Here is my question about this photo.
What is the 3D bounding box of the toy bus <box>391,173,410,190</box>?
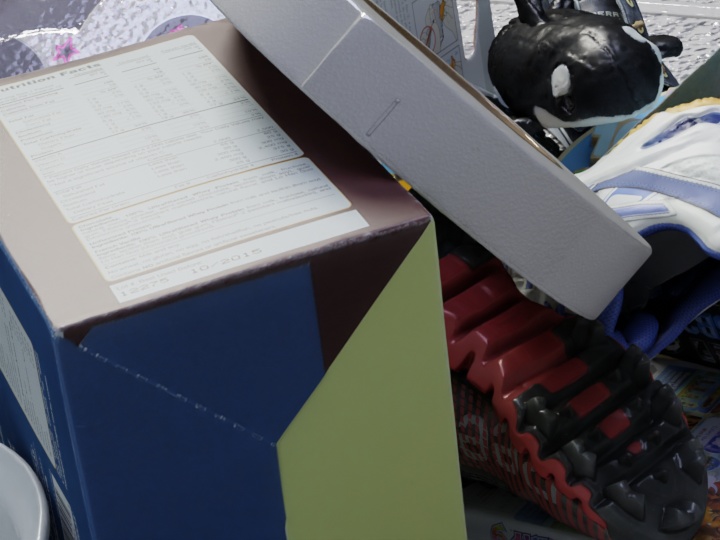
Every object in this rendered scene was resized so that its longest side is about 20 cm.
[{"bbox_3d":[0.000,0.000,1.065,0.199,0.079,0.065,-12,29,14],"label":"toy bus"}]

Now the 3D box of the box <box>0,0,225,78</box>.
[{"bbox_3d":[-0.119,-0.045,0.999,0.199,0.115,0.132,-33,58,-4],"label":"box"}]

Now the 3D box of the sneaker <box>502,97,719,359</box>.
[{"bbox_3d":[0.089,0.004,0.953,0.200,0.075,0.088,-33,32,36],"label":"sneaker"}]

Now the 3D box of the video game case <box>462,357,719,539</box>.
[{"bbox_3d":[0.113,0.078,0.951,0.199,0.018,0.143,9,30,35],"label":"video game case"}]

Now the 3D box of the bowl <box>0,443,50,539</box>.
[{"bbox_3d":[-0.192,0.148,0.808,0.200,0.091,0.201,-13,28,7],"label":"bowl"}]

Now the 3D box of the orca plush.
[{"bbox_3d":[0.101,-0.124,1.145,0.105,0.071,0.200,-20,15,9],"label":"orca plush"}]

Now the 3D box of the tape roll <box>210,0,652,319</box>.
[{"bbox_3d":[0.024,-0.059,0.860,0.037,0.203,0.203,-49,27,6],"label":"tape roll"}]

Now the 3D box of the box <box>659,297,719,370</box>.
[{"bbox_3d":[0.228,-0.031,0.968,0.198,0.050,0.200,-40,22,-18],"label":"box"}]

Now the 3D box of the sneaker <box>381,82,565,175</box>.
[{"bbox_3d":[0.043,-0.041,1.176,0.075,0.087,0.200,38,21,16],"label":"sneaker"}]

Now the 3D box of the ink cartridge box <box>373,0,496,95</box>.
[{"bbox_3d":[0.008,-0.119,1.194,0.043,0.201,0.173,6,28,31],"label":"ink cartridge box"}]

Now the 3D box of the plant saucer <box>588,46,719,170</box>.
[{"bbox_3d":[0.181,-0.090,1.043,0.201,0.039,0.201,-42,-3,-2],"label":"plant saucer"}]

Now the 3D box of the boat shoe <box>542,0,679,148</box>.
[{"bbox_3d":[0.137,-0.105,1.249,0.070,0.091,0.200,-15,26,-12],"label":"boat shoe"}]

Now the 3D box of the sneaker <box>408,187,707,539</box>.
[{"bbox_3d":[0.057,0.055,0.917,0.071,0.098,0.200,-25,52,-36],"label":"sneaker"}]

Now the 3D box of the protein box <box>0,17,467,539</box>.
[{"bbox_3d":[-0.063,0.043,0.855,0.134,0.200,0.200,-16,31,-16],"label":"protein box"}]

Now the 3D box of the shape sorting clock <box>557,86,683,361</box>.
[{"bbox_3d":[0.177,-0.031,1.101,0.199,0.039,0.201,-10,37,7],"label":"shape sorting clock"}]
